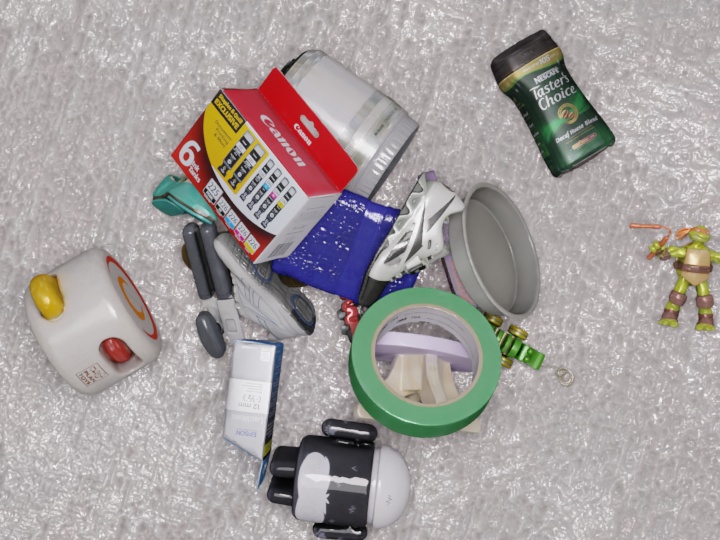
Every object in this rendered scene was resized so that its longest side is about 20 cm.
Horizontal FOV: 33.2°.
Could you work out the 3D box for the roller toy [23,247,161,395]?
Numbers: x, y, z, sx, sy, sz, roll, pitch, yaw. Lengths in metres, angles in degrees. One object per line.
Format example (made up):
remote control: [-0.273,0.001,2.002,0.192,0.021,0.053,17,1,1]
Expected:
roller toy: [-0.379,0.075,1.690,0.140,0.200,0.182,-30,93,0]

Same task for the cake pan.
cake pan: [0.187,-0.024,1.696,0.037,0.200,0.200,-20,87,33]

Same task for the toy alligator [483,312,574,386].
toy alligator: [0.224,0.114,1.746,0.200,0.054,0.059,28,89,2]

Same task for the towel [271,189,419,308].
towel: [-0.011,-0.034,1.679,0.200,0.050,0.148,20,102,0]

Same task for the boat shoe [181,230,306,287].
boat shoe: [-0.158,-0.022,1.760,0.201,0.063,0.073,4,124,6]

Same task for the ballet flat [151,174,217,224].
ballet flat: [-0.240,-0.110,1.699,0.067,0.200,0.070,35,81,-26]

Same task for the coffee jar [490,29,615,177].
coffee jar: [0.275,-0.242,1.744,0.104,0.085,0.200,-32,87,0]

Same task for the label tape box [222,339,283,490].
label tape box: [-0.154,0.198,1.704,0.066,0.143,0.200,9,88,1]

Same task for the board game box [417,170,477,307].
board game box: [0.122,-0.039,1.721,0.032,0.120,0.200,-18,87,6]

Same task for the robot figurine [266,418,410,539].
robot figurine: [-0.028,0.298,1.711,0.200,0.150,0.125,6,54,2]

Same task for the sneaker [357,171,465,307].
sneaker: [0.069,-0.024,1.611,0.088,0.074,0.200,31,103,-1]

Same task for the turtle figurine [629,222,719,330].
turtle figurine: [0.471,0.002,1.742,0.200,0.064,0.161,7,95,-7]

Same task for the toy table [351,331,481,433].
toy table: [0.081,0.161,1.696,0.200,0.184,0.117,7,74,-5]

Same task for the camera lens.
camera lens: [-0.038,-0.202,1.710,0.200,0.160,0.160,35,89,2]

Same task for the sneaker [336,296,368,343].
sneaker: [0.000,0.000,1.746,0.098,0.071,0.201,-15,90,1]

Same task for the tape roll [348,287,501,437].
tape roll: [0.085,0.120,1.601,0.200,0.048,0.200,3,62,-5]

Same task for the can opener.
can opener: [-0.213,0.030,1.721,0.053,0.067,0.200,-4,118,14]

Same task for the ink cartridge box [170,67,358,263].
ink cartridge box: [-0.128,-0.144,1.607,0.200,0.084,0.176,51,120,16]

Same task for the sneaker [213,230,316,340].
sneaker: [-0.149,0.030,1.713,0.087,0.075,0.200,-24,116,28]
